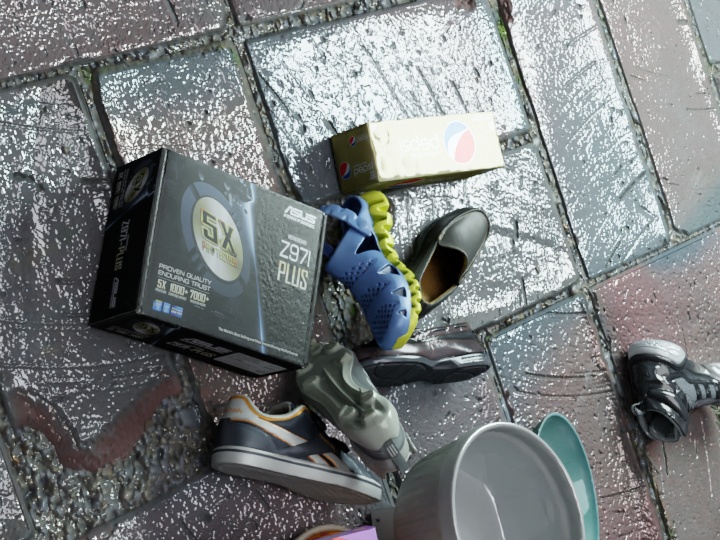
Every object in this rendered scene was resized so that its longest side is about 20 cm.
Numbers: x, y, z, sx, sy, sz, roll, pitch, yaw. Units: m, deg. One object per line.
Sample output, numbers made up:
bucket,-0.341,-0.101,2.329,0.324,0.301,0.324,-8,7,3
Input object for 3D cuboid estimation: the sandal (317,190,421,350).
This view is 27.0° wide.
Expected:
sandal,0.000,0.000,1.544,0.087,0.080,0.200,4,44,-30

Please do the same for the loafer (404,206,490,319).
loafer,0.095,-0.006,1.651,0.073,0.072,0.200,54,51,-17

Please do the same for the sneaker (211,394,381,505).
sneaker,-0.055,0.176,1.477,0.200,0.078,0.079,24,61,-38

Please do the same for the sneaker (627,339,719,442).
sneaker,0.409,0.167,1.885,0.200,0.075,0.114,23,66,-29

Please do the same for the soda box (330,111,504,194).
soda box,0.065,-0.132,1.661,0.200,0.064,0.068,-10,87,-42

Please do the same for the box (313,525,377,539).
box,-0.067,0.318,1.329,0.200,0.039,0.137,-13,85,-14

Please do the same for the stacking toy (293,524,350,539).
stacking toy,0.023,0.312,1.430,0.146,0.200,0.146,11,73,-39

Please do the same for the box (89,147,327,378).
box,-0.141,-0.002,1.438,0.200,0.086,0.164,22,66,-35

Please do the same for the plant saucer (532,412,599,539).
plant saucer,0.218,0.261,1.686,0.200,0.036,0.200,36,48,-54

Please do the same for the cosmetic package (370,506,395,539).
cosmetic package,0.089,0.346,1.580,0.151,0.052,0.200,3,77,-38

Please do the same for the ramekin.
ramekin,0.124,0.261,1.519,0.200,0.105,0.200,21,57,-38

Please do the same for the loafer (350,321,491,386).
loafer,0.056,0.086,1.609,0.200,0.072,0.063,4,61,-44

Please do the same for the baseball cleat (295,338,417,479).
baseball cleat,-0.007,0.143,1.474,0.070,0.200,0.106,-30,116,-5
